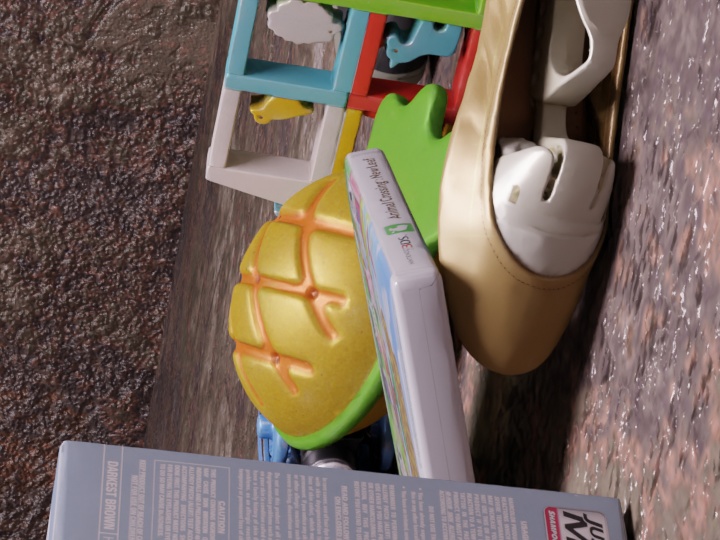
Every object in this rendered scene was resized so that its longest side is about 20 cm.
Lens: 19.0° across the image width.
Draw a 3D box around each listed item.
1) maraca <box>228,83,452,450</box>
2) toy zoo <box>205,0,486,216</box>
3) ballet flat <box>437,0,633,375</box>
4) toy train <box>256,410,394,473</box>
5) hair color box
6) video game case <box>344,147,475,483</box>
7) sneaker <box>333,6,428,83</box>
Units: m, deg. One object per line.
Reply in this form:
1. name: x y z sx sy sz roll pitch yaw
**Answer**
1. maraca: 0.000 0.000 1.098 0.201 0.106 0.137 -59 36 24
2. toy zoo: -0.007 -0.096 1.120 0.021 0.130 0.201 -92 13 -50
3. ballet flat: 0.071 -0.061 0.820 0.063 0.068 0.202 174 103 -65
4. toy train: -0.024 0.093 1.233 0.200 0.086 0.115 -101 15 -63
5. hair color box: -0.013 0.123 0.751 0.061 0.198 0.099 -92 13 -46
6. video game case: 0.027 0.067 0.919 0.182 0.022 0.202 -109 9 -71
7. sneaker: 0.020 -0.210 1.276 0.201 0.074 0.107 -104 26 -43
